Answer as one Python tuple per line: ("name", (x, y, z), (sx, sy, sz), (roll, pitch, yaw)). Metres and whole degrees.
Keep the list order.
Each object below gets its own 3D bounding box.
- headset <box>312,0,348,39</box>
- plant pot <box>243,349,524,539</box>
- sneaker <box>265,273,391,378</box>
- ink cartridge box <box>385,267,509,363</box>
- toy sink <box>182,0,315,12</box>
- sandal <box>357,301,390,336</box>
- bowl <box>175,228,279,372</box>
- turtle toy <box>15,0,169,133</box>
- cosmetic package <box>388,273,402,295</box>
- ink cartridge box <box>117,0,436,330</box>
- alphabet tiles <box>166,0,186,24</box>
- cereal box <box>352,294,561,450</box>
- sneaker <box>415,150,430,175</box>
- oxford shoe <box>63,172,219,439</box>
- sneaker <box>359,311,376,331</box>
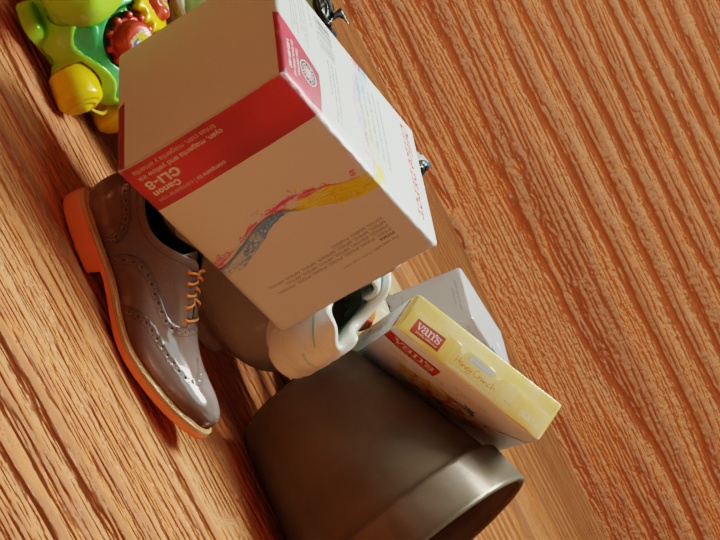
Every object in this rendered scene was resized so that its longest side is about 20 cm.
("headset", (-0.060, -0.160, 1.579), (0.200, 0.123, 0.094), (126, -38, -57))
("plant pot", (0.002, 0.165, 1.413), (0.174, 0.200, 0.200), (51, 6, 14))
("sneaker", (-0.002, -0.006, 1.372), (0.070, 0.080, 0.201), (36, 59, -27))
("ink cartridge box", (0.028, 0.088, 1.646), (0.115, 0.200, 0.068), (55, 18, -46))
("toy sink", (-0.127, -0.244, 1.605), (0.112, 0.199, 0.131), (-89, -177, -47))
("sandal", (0.004, 0.000, 1.562), (0.078, 0.070, 0.212), (-3, 64, -43))
("bowl", (-0.101, 0.007, 1.466), (0.201, 0.090, 0.201), (61, 10, -19))
("turtle toy", (-0.207, -0.199, 1.373), (0.146, 0.101, 0.200), (67, 9, 12))
("cosmetic package", (-0.007, 0.041, 1.866), (0.200, 0.105, 0.071), (58, 12, -29))
("ink cartridge box", (-0.061, -0.087, 1.286), (0.200, 0.144, 0.146), (47, 22, -36))
("alphabet tiles", (-0.163, -0.160, 1.490), (0.200, 0.006, 0.167), (-115, -152, -53))
("cereal box", (0.068, 0.091, 1.432), (0.144, 0.040, 0.200), (38, -16, -3))
("sneaker", (0.010, -0.092, 1.568), (0.077, 0.076, 0.200), (44, -12, -1))
("oxford shoe", (-0.140, 0.023, 1.257), (0.200, 0.073, 0.071), (65, 10, -3))
("sneaker", (-0.024, -0.046, 1.466), (0.077, 0.073, 0.200), (-15, 80, -35))
